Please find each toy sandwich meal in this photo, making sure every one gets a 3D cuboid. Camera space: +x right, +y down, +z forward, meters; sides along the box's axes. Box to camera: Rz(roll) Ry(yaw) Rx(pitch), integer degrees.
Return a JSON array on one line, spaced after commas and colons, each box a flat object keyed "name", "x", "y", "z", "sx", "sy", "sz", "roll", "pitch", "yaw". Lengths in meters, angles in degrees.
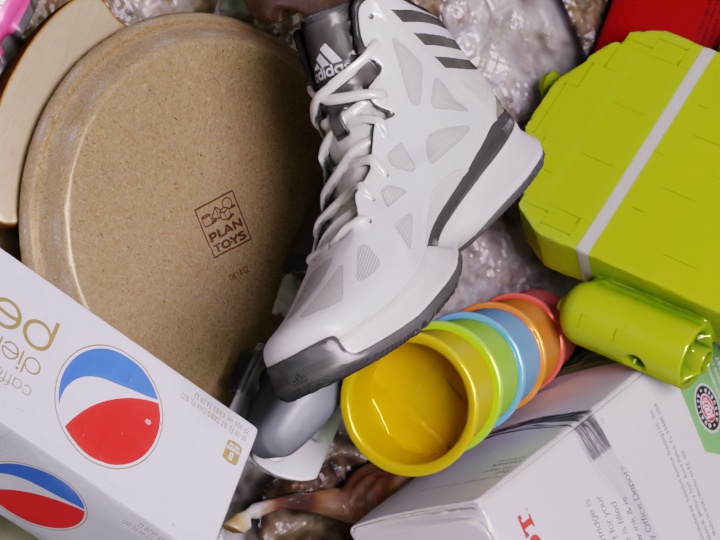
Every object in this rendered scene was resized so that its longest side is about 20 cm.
[{"name": "toy sandwich meal", "x": -0.083, "y": -0.020, "z": 1.198, "sx": 0.204, "sy": 0.070, "sz": 0.207, "roll": 3, "pitch": 86, "yaw": -36}]

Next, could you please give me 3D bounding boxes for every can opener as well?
[{"name": "can opener", "x": 0.000, "y": 0.000, "z": 1.178, "sx": 0.053, "sy": 0.066, "sz": 0.201, "roll": 36, "pitch": 63, "yaw": -28}]

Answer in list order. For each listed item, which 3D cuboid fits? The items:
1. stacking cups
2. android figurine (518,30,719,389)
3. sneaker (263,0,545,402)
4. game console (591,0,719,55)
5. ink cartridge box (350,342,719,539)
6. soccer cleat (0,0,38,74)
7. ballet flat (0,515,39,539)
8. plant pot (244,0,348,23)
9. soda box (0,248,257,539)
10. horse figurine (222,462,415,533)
[{"name": "stacking cups", "x": 0.048, "y": 0.044, "z": 1.200, "sx": 0.060, "sy": 0.200, "sz": 0.061, "roll": 2, "pitch": 97, "yaw": 17}, {"name": "android figurine", "x": 0.154, "y": -0.036, "z": 1.242, "sx": 0.183, "sy": 0.199, "sz": 0.041, "roll": -58, "pitch": 153, "yaw": -21}, {"name": "sneaker", "x": -0.008, "y": -0.039, "z": 1.103, "sx": 0.116, "sy": 0.075, "sz": 0.201, "roll": 54, "pitch": 39, "yaw": -13}, {"name": "game console", "x": 0.215, "y": -0.122, "z": 1.356, "sx": 0.171, "sy": 0.119, "sz": 0.201, "roll": 19, "pitch": 80, "yaw": 9}, {"name": "ink cartridge box", "x": 0.103, "y": 0.131, "z": 1.228, "sx": 0.200, "sy": 0.084, "sz": 0.147, "roll": -31, "pitch": 103, "yaw": -46}, {"name": "soccer cleat", "x": -0.209, "y": -0.063, "z": 1.108, "sx": 0.086, "sy": 0.070, "sz": 0.200, "roll": 36, "pitch": 102, "yaw": -10}, {"name": "ballet flat", "x": -0.159, "y": 0.169, "z": 1.158, "sx": 0.069, "sy": 0.069, "sz": 0.200, "roll": 41, "pitch": 75, "yaw": -18}, {"name": "plant pot", "x": -0.010, "y": -0.224, "z": 1.173, "sx": 0.199, "sy": 0.200, "sz": 0.199, "roll": -27, "pitch": 108, "yaw": -22}, {"name": "soda box", "x": -0.141, "y": 0.046, "z": 1.083, "sx": 0.200, "sy": 0.064, "sz": 0.068, "roll": 36, "pitch": 52, "yaw": -22}, {"name": "horse figurine", "x": 0.026, "y": 0.147, "z": 1.246, "sx": 0.132, "sy": 0.050, "sz": 0.201, "roll": -31, "pitch": 97, "yaw": -33}]
